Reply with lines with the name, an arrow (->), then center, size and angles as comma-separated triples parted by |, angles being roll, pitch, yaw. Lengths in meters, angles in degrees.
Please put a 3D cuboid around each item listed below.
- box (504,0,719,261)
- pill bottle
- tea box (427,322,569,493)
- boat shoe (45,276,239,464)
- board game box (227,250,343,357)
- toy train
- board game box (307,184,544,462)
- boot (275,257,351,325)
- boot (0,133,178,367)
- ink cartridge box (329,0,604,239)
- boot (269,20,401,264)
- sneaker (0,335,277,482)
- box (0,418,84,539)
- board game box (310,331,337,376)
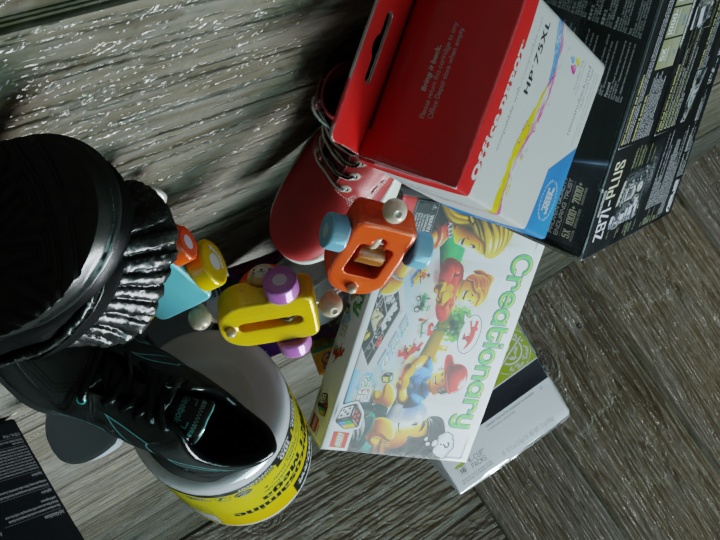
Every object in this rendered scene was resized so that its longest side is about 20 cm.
box -> 0.174, -0.128, 1.031 | 0.163, 0.085, 0.202 | -24, 134, -54
pill bottle -> -0.095, 0.123, 1.108 | 0.112, 0.113, 0.200 | -34, 162, -6
tea box -> 0.071, 0.071, 1.446 | 0.133, 0.198, 0.200 | -34, -164, -5
boat shoe -> -0.162, 0.072, 1.151 | 0.200, 0.074, 0.068 | -51, 156, 22
board game box -> 0.000, 0.000, 1.165 | 0.198, 0.033, 0.120 | -20, -148, -2
toy train -> -0.064, -0.016, 0.926 | 0.197, 0.056, 0.151 | 9, 137, -19
board game box -> 0.049, 0.040, 1.097 | 0.125, 0.035, 0.202 | 8, 111, -26
boot -> -0.014, -0.038, 1.102 | 0.199, 0.073, 0.096 | -36, 132, -31
boot -> -0.139, -0.010, 0.746 | 0.210, 0.080, 0.157 | -29, 171, 41
ink cartridge box -> 0.065, -0.096, 0.857 | 0.200, 0.067, 0.118 | 19, 91, -65
boot -> -0.015, -0.076, 0.937 | 0.200, 0.073, 0.144 | -49, 166, 25
sneaker -> -0.134, 0.069, 0.925 | 0.079, 0.199, 0.076 | -1, -117, 53
box -> -0.289, 0.197, 1.095 | 0.079, 0.142, 0.200 | -37, 171, 14
board game box -> -0.007, 0.010, 1.209 | 0.094, 0.030, 0.200 | -21, -154, -1
